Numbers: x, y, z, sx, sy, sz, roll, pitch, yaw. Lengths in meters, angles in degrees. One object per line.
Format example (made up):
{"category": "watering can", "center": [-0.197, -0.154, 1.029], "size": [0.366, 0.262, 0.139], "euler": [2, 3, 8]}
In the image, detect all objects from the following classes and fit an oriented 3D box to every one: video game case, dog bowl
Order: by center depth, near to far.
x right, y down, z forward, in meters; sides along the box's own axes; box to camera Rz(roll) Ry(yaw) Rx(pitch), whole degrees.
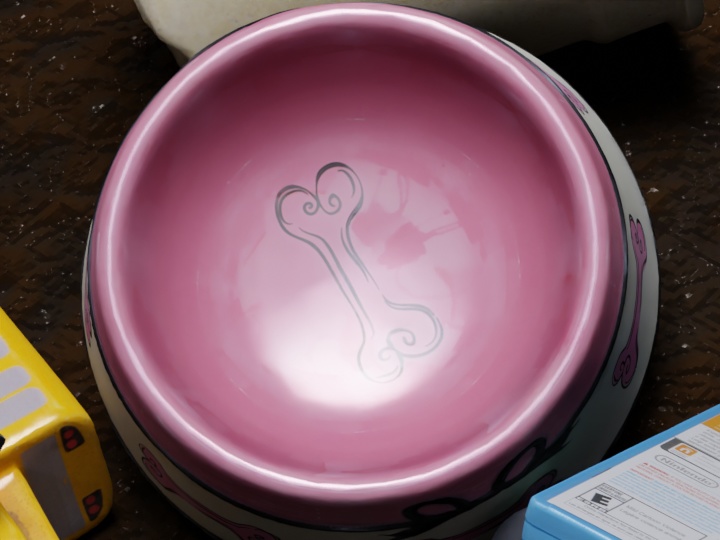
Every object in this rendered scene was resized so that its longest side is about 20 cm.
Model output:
{"category": "video game case", "center": [0.162, 0.079, 0.891], "size": [0.143, 0.018, 0.200], "euler": [26, 27, 30]}
{"category": "dog bowl", "center": [0.000, 0.000, 0.963], "size": [0.200, 0.074, 0.200], "euler": [-1, 78, 5]}

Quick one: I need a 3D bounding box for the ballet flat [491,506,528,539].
{"category": "ballet flat", "center": [0.124, 0.118, 0.888], "size": [0.200, 0.073, 0.073], "euler": [14, 52, 20]}

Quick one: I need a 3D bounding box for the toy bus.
{"category": "toy bus", "center": [-0.150, 0.050, 1.014], "size": [0.078, 0.065, 0.200], "euler": [-29, 49, -18]}

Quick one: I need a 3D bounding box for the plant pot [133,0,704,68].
{"category": "plant pot", "center": [0.000, -0.138, 1.087], "size": [0.183, 0.201, 0.201], "euler": [-28, 48, 0]}

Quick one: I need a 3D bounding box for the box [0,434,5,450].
{"category": "box", "center": [-0.220, 0.070, 0.968], "size": [0.200, 0.040, 0.137], "euler": [29, 89, 40]}
